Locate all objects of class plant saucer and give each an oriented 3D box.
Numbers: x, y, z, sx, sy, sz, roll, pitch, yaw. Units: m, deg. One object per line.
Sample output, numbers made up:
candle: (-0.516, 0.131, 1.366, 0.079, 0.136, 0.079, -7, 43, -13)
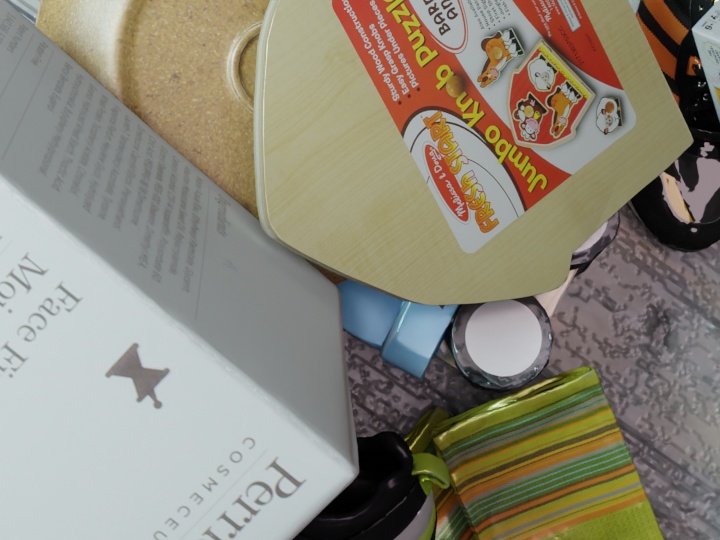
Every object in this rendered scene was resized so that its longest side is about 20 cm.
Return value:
plant saucer: (-0.040, -0.086, 0.718, 0.198, 0.035, 0.202, -1, 93, -17)

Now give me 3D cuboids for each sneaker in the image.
sneaker: (0.169, -0.110, 0.818, 0.069, 0.090, 0.202, 3, 91, -9)
sneaker: (-0.059, 0.100, 0.769, 0.198, 0.083, 0.072, -5, 48, 1)

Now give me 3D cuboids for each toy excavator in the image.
toy excavator: (0.000, 0.000, 0.806, 0.199, 0.100, 0.196, 29, 88, 5)

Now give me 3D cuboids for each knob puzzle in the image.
knob puzzle: (0.032, -0.075, 0.707, 0.218, 0.030, 0.222, -2, 94, -28)

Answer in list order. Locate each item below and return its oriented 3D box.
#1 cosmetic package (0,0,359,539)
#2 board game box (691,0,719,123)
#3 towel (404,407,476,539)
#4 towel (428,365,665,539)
cosmetic package: (-0.127, 0.034, 0.626, 0.200, 0.165, 0.165, 40, 105, -16)
board game box: (0.249, -0.131, 0.805, 0.200, 0.034, 0.135, -46, 137, -14)
towel: (0.087, 0.162, 0.844, 0.200, 0.018, 0.086, 38, 86, -8)
towel: (0.110, 0.148, 0.804, 0.085, 0.018, 0.201, -23, 104, 8)
